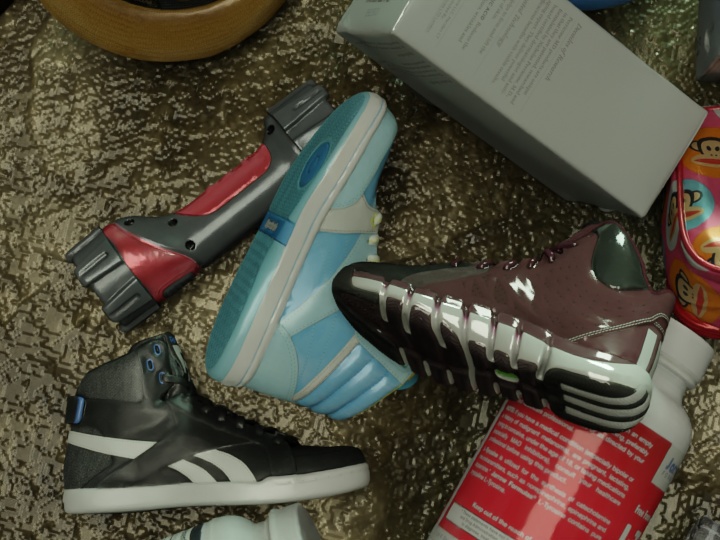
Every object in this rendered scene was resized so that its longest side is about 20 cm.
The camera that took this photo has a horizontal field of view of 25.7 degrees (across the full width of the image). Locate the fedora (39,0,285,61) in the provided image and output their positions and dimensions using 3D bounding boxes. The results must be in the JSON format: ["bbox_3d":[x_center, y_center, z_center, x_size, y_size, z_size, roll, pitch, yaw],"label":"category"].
[{"bbox_3d":[-0.130,-0.235,1.026,0.198,0.082,0.203,-4,111,-12],"label":"fedora"}]

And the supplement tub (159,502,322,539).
[{"bbox_3d":[-0.108,0.232,0.944,0.198,0.140,0.142,-20,80,2],"label":"supplement tub"}]

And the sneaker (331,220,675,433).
[{"bbox_3d":[0.090,0.012,0.917,0.198,0.076,0.116,20,62,20],"label":"sneaker"}]

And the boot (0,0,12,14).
[{"bbox_3d":[-0.298,-0.269,1.072,0.186,0.064,0.200,-40,83,-14],"label":"boot"}]

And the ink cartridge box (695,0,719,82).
[{"bbox_3d":[0.311,-0.159,0.951,0.197,0.148,0.087,4,89,5],"label":"ink cartridge box"}]

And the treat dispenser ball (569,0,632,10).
[{"bbox_3d":[0.134,-0.262,0.958,0.198,0.201,0.204,-1,82,6],"label":"treat dispenser ball"}]

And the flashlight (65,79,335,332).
[{"bbox_3d":[-0.095,-0.046,1.024,0.199,0.068,0.068,-40,124,-4],"label":"flashlight"}]

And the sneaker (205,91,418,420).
[{"bbox_3d":[0.000,0.000,0.983,0.130,0.080,0.202,26,98,-16],"label":"sneaker"}]

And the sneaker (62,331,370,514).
[{"bbox_3d":[-0.095,0.093,0.996,0.197,0.073,0.113,-5,83,6],"label":"sneaker"}]

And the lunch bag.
[{"bbox_3d":[0.281,-0.041,0.953,0.197,0.082,0.178,2,48,6],"label":"lunch bag"}]

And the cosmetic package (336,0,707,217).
[{"bbox_3d":[0.096,-0.120,0.948,0.199,0.113,0.082,32,88,-22],"label":"cosmetic package"}]

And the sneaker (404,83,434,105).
[{"bbox_3d":[0.016,-0.196,1.006,0.077,0.091,0.202,-25,86,26],"label":"sneaker"}]

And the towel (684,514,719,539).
[{"bbox_3d":[0.218,0.273,0.934,0.165,0.086,0.201,32,86,10],"label":"towel"}]

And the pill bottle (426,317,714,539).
[{"bbox_3d":[0.129,0.116,0.950,0.111,0.112,0.201,29,86,9],"label":"pill bottle"}]
